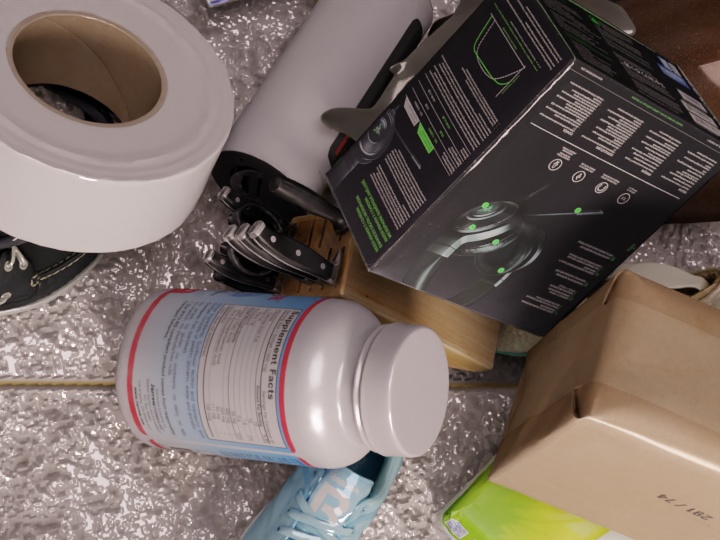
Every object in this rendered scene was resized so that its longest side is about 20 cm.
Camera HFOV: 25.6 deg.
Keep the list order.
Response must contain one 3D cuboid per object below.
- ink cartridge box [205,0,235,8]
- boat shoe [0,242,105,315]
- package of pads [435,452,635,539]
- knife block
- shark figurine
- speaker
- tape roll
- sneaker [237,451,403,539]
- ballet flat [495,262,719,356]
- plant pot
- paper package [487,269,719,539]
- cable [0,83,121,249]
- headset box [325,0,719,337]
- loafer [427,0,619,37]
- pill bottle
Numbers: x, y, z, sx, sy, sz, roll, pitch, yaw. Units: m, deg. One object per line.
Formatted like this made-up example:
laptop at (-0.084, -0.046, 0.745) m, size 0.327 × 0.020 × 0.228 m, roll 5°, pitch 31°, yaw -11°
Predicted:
ink cartridge box at (-0.066, -0.306, 1.207) m, size 0.196 × 0.043 × 0.200 m, roll -19°, pitch 82°, yaw -18°
boat shoe at (-0.259, -0.003, 1.069) m, size 0.200 × 0.060 × 0.076 m, roll -27°, pitch 80°, yaw -19°
package of pads at (0.172, 0.162, 1.119) m, size 0.155 × 0.068 × 0.200 m, roll 46°, pitch 71°, yaw 3°
knife block at (0.000, 0.000, 1.059) m, size 0.200 × 0.176 × 0.064 m, roll 12°, pitch 73°, yaw 5°
shark figurine at (0.067, -0.164, 1.098) m, size 0.214 × 0.090 × 0.128 m, roll -26°, pitch 41°, yaw 6°
speaker at (-0.027, -0.128, 1.131) m, size 0.081 × 0.081 × 0.200 m, roll 33°, pitch 62°, yaw -3°
tape roll at (-0.187, -0.108, 1.033) m, size 0.202 × 0.071 × 0.203 m, roll 16°, pitch 45°, yaw -17°
sneaker at (-0.031, 0.161, 1.040) m, size 0.074 × 0.082 × 0.200 m, roll 27°, pitch 53°, yaw 4°
ballet flat at (0.167, 0.020, 1.113) m, size 0.200 × 0.062 × 0.067 m, roll -3°, pitch 40°, yaw 21°
plant pot at (0.179, -0.110, 1.152) m, size 0.200 × 0.187 × 0.187 m, roll -12°, pitch 77°, yaw 0°
paper package at (0.208, 0.107, 1.005) m, size 0.200 × 0.191 × 0.104 m, roll 22°, pitch 66°, yaw -5°
cable at (-0.241, -0.091, 1.067) m, size 0.163 × 0.051 × 0.200 m, roll 42°, pitch 48°, yaw 5°
headset box at (0.103, -0.062, 1.008) m, size 0.174 × 0.200 × 0.093 m, roll 20°, pitch 33°, yaw -41°
loafer at (0.134, -0.195, 1.213) m, size 0.200 × 0.073 × 0.071 m, roll -15°, pitch 67°, yaw -19°
pill bottle at (-0.050, 0.070, 1.024) m, size 0.200 × 0.109 × 0.109 m, roll 3°, pitch 70°, yaw 28°
